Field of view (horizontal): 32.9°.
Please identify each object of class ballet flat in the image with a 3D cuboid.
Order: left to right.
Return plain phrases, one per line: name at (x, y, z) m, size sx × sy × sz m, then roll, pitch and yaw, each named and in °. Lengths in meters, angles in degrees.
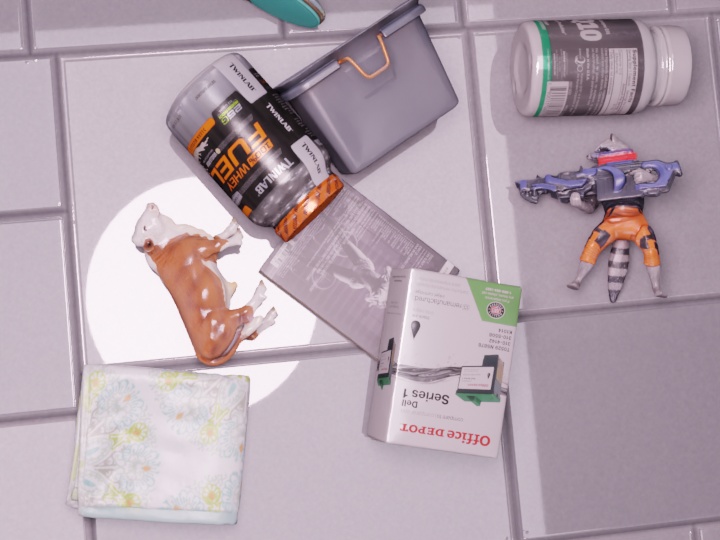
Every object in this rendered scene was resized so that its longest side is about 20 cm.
ballet flat at (-0.128, -0.355, 1.449) m, size 0.197 × 0.074 × 0.075 m, roll 21°, pitch 83°, yaw -9°

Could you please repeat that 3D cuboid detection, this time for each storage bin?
storage bin at (0.017, -0.210, 1.425) m, size 0.199 × 0.145 × 0.135 m, roll -35°, pitch 100°, yaw -8°

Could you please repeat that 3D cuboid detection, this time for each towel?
towel at (-0.231, 0.199, 1.398) m, size 0.196 × 0.048 × 0.174 m, roll 6°, pitch 85°, yaw -7°

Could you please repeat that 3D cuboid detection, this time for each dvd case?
dvd case at (0.000, 0.000, 1.459) m, size 0.199 × 0.016 × 0.150 m, roll 36°, pitch 81°, yaw -2°

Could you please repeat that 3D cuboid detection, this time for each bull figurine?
bull figurine at (-0.181, 0.005, 1.409) m, size 0.120 × 0.065 × 0.203 m, roll -24°, pitch 89°, yaw -5°

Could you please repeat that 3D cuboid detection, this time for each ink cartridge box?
ink cartridge box at (0.097, 0.109, 1.417) m, size 0.144 × 0.084 × 0.204 m, roll 9°, pitch 86°, yaw -15°

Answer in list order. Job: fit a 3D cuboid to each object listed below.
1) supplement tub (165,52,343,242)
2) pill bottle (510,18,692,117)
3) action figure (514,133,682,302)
supplement tub at (-0.118, -0.138, 1.398) m, size 0.122 × 0.123 × 0.200 m, roll -43°, pitch 89°, yaw -8°
pill bottle at (0.288, -0.244, 1.467) m, size 0.196 × 0.113 × 0.115 m, roll -2°, pitch 86°, yaw -8°
action figure at (0.289, -0.068, 1.481) m, size 0.197 × 0.105 × 0.197 m, roll 2°, pitch 77°, yaw 18°
